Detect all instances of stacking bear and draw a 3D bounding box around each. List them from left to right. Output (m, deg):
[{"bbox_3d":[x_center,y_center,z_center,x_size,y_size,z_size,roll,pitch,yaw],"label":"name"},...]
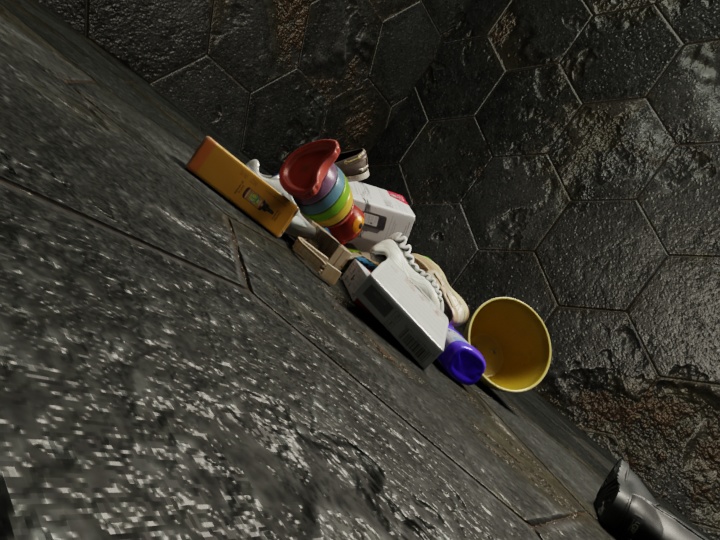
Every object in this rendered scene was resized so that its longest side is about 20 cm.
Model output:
[{"bbox_3d":[-0.057,-0.130,1.049,0.112,0.123,0.201,13,-25,38],"label":"stacking bear"}]

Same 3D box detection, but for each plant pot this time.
[{"bbox_3d":[0.304,0.180,1.256,0.198,0.202,0.142,37,-24,1],"label":"plant pot"}]

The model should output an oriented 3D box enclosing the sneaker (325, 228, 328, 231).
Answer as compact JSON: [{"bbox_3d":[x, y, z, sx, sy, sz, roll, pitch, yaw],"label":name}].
[{"bbox_3d":[-0.026,-0.079,1.536,0.195,0.075,0.082,19,-6,-3],"label":"sneaker"}]

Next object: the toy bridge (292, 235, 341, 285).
[{"bbox_3d":[-0.089,-0.031,0.999,0.067,0.028,0.200,35,5,-24],"label":"toy bridge"}]

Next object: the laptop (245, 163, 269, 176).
[{"bbox_3d":[-0.170,-0.192,1.321,0.174,0.105,0.201,28,-22,3],"label":"laptop"}]

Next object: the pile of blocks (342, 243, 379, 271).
[{"bbox_3d":[0.000,0.000,1.202,0.081,0.064,0.198,-6,26,-45],"label":"pile of blocks"}]

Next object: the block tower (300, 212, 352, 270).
[{"bbox_3d":[-0.093,-0.065,1.169,0.054,0.058,0.200,33,8,-45],"label":"block tower"}]

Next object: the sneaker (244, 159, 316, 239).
[{"bbox_3d":[-0.161,-0.134,1.093,0.198,0.088,0.075,38,2,-20],"label":"sneaker"}]

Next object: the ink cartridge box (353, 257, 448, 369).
[{"bbox_3d":[0.075,0.061,0.930,0.160,0.047,0.200,46,14,1],"label":"ink cartridge box"}]

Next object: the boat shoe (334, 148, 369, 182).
[{"bbox_3d":[-0.080,-0.222,1.200,0.072,0.193,0.061,-89,173,-60],"label":"boat shoe"}]

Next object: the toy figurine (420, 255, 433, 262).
[{"bbox_3d":[0.095,0.029,1.457,0.182,0.150,0.202,28,-27,48],"label":"toy figurine"}]

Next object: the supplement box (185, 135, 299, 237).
[{"bbox_3d":[-0.204,-0.145,0.980,0.198,0.067,0.069,38,0,-12],"label":"supplement box"}]

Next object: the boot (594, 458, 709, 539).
[{"bbox_3d":[0.424,0.364,0.789,0.166,0.078,0.199,36,10,21],"label":"boot"}]

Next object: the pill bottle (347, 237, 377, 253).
[{"bbox_3d":[-0.010,-0.055,1.386,0.113,0.115,0.200,36,4,-8],"label":"pill bottle"}]

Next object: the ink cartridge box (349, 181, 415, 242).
[{"bbox_3d":[0.009,-0.136,1.259,0.194,0.085,0.146,14,24,-15],"label":"ink cartridge box"}]

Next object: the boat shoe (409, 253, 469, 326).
[{"bbox_3d":[0.149,0.035,1.186,0.064,0.072,0.200,3,37,-51],"label":"boat shoe"}]

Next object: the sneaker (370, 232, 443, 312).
[{"bbox_3d":[0.089,0.020,1.091,0.079,0.076,0.202,-18,60,-30],"label":"sneaker"}]

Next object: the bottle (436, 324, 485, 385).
[{"bbox_3d":[0.168,0.145,1.058,0.083,0.066,0.200,35,4,-14],"label":"bottle"}]

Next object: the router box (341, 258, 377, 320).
[{"bbox_3d":[0.055,0.067,1.052,0.178,0.049,0.200,38,4,-12],"label":"router box"}]
